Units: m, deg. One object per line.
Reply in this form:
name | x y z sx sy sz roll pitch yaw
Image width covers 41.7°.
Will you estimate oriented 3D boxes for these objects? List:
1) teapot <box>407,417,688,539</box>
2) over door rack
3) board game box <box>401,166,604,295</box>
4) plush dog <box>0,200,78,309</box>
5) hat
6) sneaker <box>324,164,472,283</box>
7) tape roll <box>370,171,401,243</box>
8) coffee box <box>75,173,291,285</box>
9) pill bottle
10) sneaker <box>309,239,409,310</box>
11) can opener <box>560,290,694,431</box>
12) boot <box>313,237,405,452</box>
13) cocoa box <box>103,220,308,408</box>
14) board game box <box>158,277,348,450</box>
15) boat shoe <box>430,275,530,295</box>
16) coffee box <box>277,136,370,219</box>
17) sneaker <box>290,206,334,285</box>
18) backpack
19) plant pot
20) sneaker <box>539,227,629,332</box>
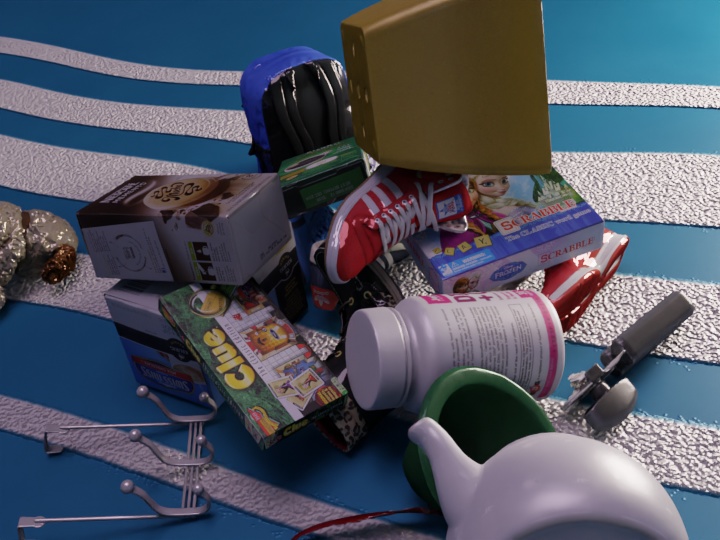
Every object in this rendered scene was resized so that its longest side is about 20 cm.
teapot | 0.157 0.201 0.737 0.194 0.203 0.147 -16 27 9
over door rack | -0.249 0.194 0.967 0.196 0.068 0.149 -11 34 2
board game box | 0.139 -0.067 1.071 0.197 0.042 0.200 -20 43 -13
plush dog | -0.485 -0.045 1.329 0.169 0.163 0.200 2 28 -30
hat | 0.068 0.197 0.894 0.176 0.198 0.168 -40 31 46
sneaker | 0.047 -0.053 0.987 0.111 0.072 0.201 11 44 26
tape roll | 0.078 -0.084 1.223 0.196 0.049 0.201 2 20 -1
coffee box | -0.190 -0.048 1.021 0.196 0.081 0.113 2 28 26
pill bottle | 0.092 0.081 0.935 0.196 0.115 0.114 -3 30 -22
sneaker | 0.000 0.000 1.171 0.074 0.086 0.199 16 18 32
can opener | 0.279 0.094 0.975 0.199 0.053 0.067 -37 76 -29
boot | -0.018 0.074 1.002 0.153 0.074 0.204 -35 77 -26
cocoa box | -0.173 0.037 1.106 0.131 0.133 0.200 13 42 30
board game box | -0.110 0.080 0.949 0.104 0.024 0.200 -26 57 -29
boat shoe | 0.143 0.037 1.076 0.198 0.071 0.070 -23 72 -43
coffee box | -0.046 -0.122 1.202 0.121 0.045 0.200 -20 16 3
sneaker | -0.066 -0.055 1.263 0.077 0.067 0.201 -11 34 2
backpack | -0.100 -0.224 1.394 0.161 0.203 0.167 -27 37 -21
plant pot | 0.080 -0.204 1.000 0.173 0.204 0.200 -11 19 -9
sneaker | 0.217 -0.006 1.080 0.114 0.079 0.199 31 37 23
